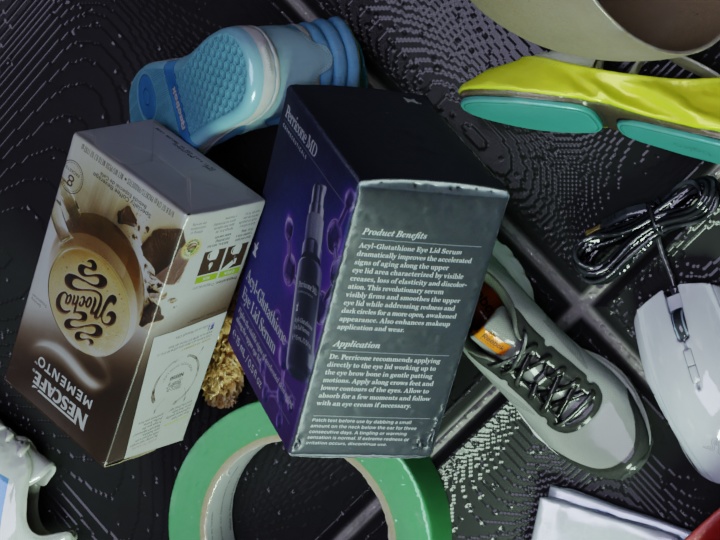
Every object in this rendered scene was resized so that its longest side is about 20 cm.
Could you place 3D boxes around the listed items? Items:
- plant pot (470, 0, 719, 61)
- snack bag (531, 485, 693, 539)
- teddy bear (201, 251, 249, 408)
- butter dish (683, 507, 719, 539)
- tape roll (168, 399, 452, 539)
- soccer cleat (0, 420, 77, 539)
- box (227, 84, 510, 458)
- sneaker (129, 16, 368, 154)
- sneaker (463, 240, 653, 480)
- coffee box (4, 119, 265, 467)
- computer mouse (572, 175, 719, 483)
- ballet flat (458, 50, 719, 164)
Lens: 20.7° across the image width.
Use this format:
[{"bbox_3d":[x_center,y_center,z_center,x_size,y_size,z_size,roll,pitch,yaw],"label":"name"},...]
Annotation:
[{"bbox_3d":[0.131,-0.217,1.229,0.134,0.200,0.200,-13,91,47],"label":"plant pot"},{"bbox_3d":[0.197,0.262,1.333,0.200,0.021,0.189,16,101,18],"label":"snack bag"},{"bbox_3d":[-0.126,0.033,1.412,0.145,0.067,0.200,43,115,21],"label":"teddy bear"},{"bbox_3d":[0.305,0.215,1.209,0.200,0.148,0.199,-44,86,16],"label":"butter dish"},{"bbox_3d":[-0.037,0.184,1.397,0.200,0.048,0.201,2,97,21],"label":"tape roll"},{"bbox_3d":[-0.280,0.136,1.480,0.086,0.070,0.200,-27,88,5],"label":"soccer cleat"},{"bbox_3d":[0.000,0.000,1.269,0.104,0.148,0.200,3,116,-23],"label":"box"},{"bbox_3d":[-0.071,-0.122,1.364,0.200,0.131,0.080,-11,89,58],"label":"sneaker"},{"bbox_3d":[0.112,0.063,1.311,0.074,0.079,0.200,-45,81,17],"label":"sneaker"},{"bbox_3d":[-0.155,0.015,1.327,0.113,0.080,0.200,35,120,28],"label":"coffee box"},{"bbox_3d":[0.218,0.047,1.288,0.110,0.044,0.200,-23,88,20],"label":"computer mouse"},{"bbox_3d":[0.166,-0.118,1.286,0.200,0.067,0.067,12,79,16],"label":"ballet flat"}]
